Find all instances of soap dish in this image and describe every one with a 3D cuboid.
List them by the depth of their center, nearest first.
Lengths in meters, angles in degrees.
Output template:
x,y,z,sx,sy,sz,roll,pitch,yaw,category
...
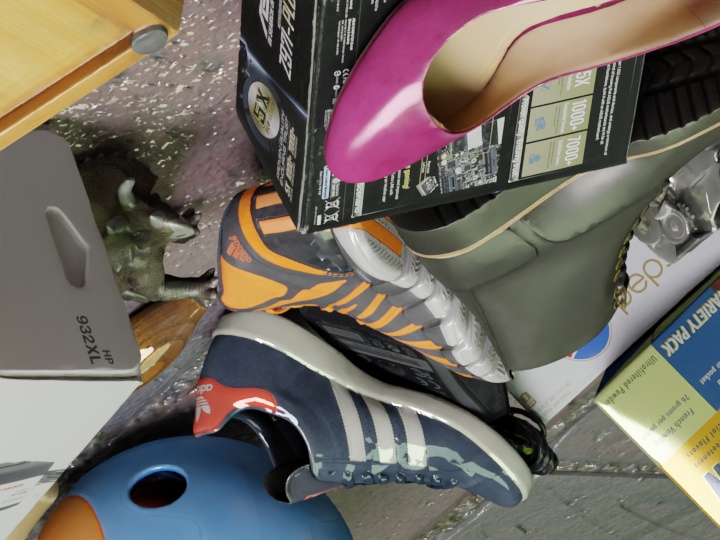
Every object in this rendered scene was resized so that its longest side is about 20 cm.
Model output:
x,y,z,sx,sy,sz,roll,pitch,yaw,category
-0.175,-0.119,1.200,0.157,0.081,0.200,-31,151,17,soap dish

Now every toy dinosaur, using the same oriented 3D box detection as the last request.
x,y,z,sx,sy,sz,roll,pitch,yaw,category
-0.138,0.001,1.483,0.102,0.077,0.200,21,139,-37,toy dinosaur

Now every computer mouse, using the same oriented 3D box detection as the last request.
x,y,z,sx,sy,sz,roll,pitch,yaw,category
0.030,0.039,1.651,0.053,0.138,0.200,-63,148,-17,computer mouse

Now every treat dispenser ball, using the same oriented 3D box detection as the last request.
x,y,z,sx,sy,sz,roll,pitch,yaw,category
-0.095,0.195,1.706,0.201,0.201,0.201,-18,153,-9,treat dispenser ball

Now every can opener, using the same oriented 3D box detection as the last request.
x,y,z,sx,sy,sz,roll,pitch,yaw,category
0.198,-0.070,1.470,0.067,0.053,0.200,-24,166,-41,can opener

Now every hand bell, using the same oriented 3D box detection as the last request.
x,y,z,sx,sy,sz,roll,pitch,yaw,category
-0.159,0.079,1.604,0.200,0.104,0.104,-44,149,12,hand bell

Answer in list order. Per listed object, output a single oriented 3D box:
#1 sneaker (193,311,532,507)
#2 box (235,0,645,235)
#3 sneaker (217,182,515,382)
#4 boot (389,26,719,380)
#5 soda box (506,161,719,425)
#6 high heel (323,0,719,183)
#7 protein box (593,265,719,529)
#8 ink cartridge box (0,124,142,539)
x,y,z,sx,sy,sz,roll,pitch,yaw,category
-0.003,0.100,1.635,0.200,0.085,0.075,27,162,-12,sneaker
0.039,-0.129,1.289,0.164,0.086,0.200,-13,137,-17,box
0.000,0.000,1.496,0.112,0.078,0.200,-6,150,30,sneaker
0.127,-0.035,1.437,0.200,0.077,0.138,-23,135,10,boot
0.149,-0.002,1.656,0.200,0.064,0.068,-47,177,39,soda box
0.071,-0.086,1.211,0.200,0.096,0.067,-44,137,17,high heel
0.251,0.083,1.659,0.135,0.200,0.199,-45,178,10,protein box
-0.200,0.044,1.411,0.084,0.145,0.200,2,145,-37,ink cartridge box
